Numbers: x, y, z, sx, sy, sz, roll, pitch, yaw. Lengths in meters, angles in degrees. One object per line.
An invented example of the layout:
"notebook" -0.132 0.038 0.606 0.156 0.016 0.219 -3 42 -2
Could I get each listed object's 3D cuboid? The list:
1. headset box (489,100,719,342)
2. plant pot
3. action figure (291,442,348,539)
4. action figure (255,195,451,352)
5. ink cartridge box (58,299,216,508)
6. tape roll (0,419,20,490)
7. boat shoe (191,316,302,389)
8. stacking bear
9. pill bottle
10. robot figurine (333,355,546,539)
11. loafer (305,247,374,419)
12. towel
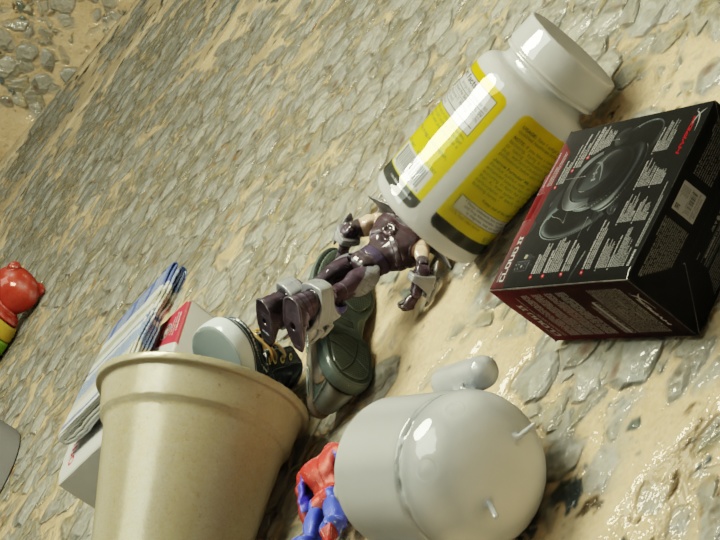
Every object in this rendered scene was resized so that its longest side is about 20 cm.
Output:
"headset box" 0.190 -0.031 1.292 0.150 0.077 0.200 -61 21 -18
"plant pot" -0.157 0.198 1.579 0.200 0.199 0.185 -27 45 50
"action figure" -0.027 0.198 1.457 0.065 0.052 0.200 -41 20 20
"action figure" 0.000 0.000 1.597 0.199 0.070 0.130 -32 35 -27
"ink cartridge box" -0.224 0.149 1.903 0.200 0.085 0.148 -43 22 33
"tape roll" -0.549 0.288 2.428 0.200 0.066 0.201 -44 23 24
"boat shoe" -0.102 0.079 1.655 0.091 0.071 0.201 -40 -17 -22
"stacking bear" -0.583 0.077 2.773 0.200 0.121 0.114 -48 19 -2
"pill bottle" 0.117 -0.114 1.524 0.200 0.114 0.115 -48 22 16
"robot figurine" 0.056 0.143 1.266 0.200 0.112 0.171 -12 62 61
"loafer" -0.030 0.056 1.655 0.063 0.071 0.201 -50 23 28
"towel" -0.256 0.090 1.920 0.147 0.024 0.201 -43 18 35
